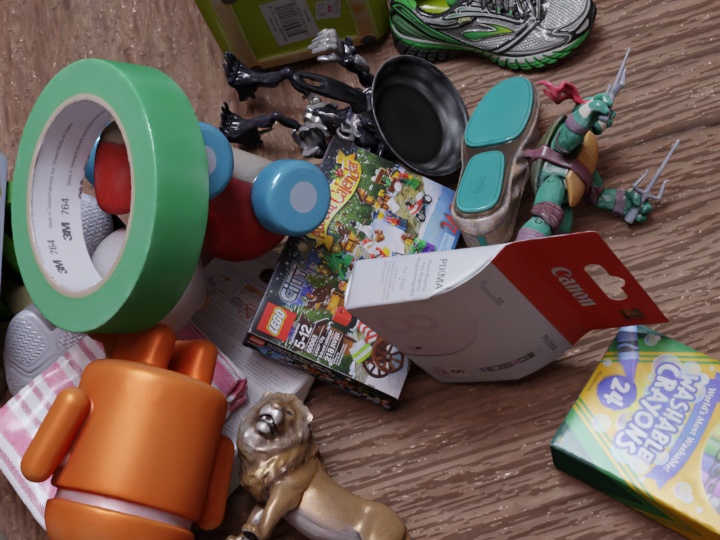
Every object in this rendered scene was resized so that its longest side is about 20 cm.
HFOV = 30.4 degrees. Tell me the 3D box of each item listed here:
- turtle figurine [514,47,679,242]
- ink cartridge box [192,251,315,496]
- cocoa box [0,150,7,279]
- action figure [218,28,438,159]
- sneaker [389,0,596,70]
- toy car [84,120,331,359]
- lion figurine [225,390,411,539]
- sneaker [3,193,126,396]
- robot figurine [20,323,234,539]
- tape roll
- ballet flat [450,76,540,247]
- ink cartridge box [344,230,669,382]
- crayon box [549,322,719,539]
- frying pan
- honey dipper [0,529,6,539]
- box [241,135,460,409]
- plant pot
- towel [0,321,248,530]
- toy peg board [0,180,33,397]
[{"bbox_3d":[0.187,-0.079,1.114,0.100,0.150,0.201,12,71,42],"label":"turtle figurine"},{"bbox_3d":[-0.112,0.077,1.152,0.161,0.050,0.200,31,60,27],"label":"ink cartridge box"},{"bbox_3d":[-0.389,-0.036,1.111,0.133,0.131,0.201,-23,50,17],"label":"cocoa box"},{"bbox_3d":[-0.034,-0.151,1.221,0.199,0.102,0.119,5,77,16],"label":"action figure"},{"bbox_3d":[0.121,-0.241,1.245,0.199,0.085,0.078,1,61,13],"label":"sneaker"},{"bbox_3d":[-0.150,-0.010,1.078,0.184,0.176,0.201,11,84,57],"label":"toy car"},{"bbox_3d":[-0.025,0.191,1.042,0.200,0.072,0.123,38,54,-1],"label":"lion figurine"},{"bbox_3d":[-0.254,0.024,1.193,0.075,0.114,0.201,20,102,5],"label":"sneaker"},{"bbox_3d":[-0.169,0.142,0.988,0.116,0.144,0.201,9,75,16],"label":"robot figurine"},{"bbox_3d":[-0.189,-0.054,0.979,0.200,0.048,0.201,-2,88,46],"label":"tape roll"},{"bbox_3d":[0.120,-0.088,1.163,0.068,0.067,0.200,-2,42,26],"label":"ballet flat"},{"bbox_3d":[0.113,0.034,1.015,0.199,0.163,0.057,-2,63,33],"label":"ink cartridge box"},{"bbox_3d":[0.263,0.136,1.017,0.200,0.052,0.126,27,70,24],"label":"crayon box"},{"bbox_3d":[0.025,-0.127,1.156,0.190,0.031,0.115,-18,84,-41],"label":"frying pan"},{"bbox_3d":[-0.389,0.272,1.107,0.200,0.038,0.038,-28,58,1],"label":"honey dipper"},{"bbox_3d":[0.000,0.000,1.131,0.136,0.038,0.201,24,65,-5],"label":"box"},{"bbox_3d":[-0.076,-0.312,1.273,0.198,0.200,0.182,-13,66,5],"label":"plant pot"},{"bbox_3d":[-0.207,0.113,1.090,0.200,0.030,0.146,-40,59,-14],"label":"towel"},{"bbox_3d":[-0.389,-0.009,1.228,0.199,0.098,0.200,15,65,20],"label":"toy peg board"}]
